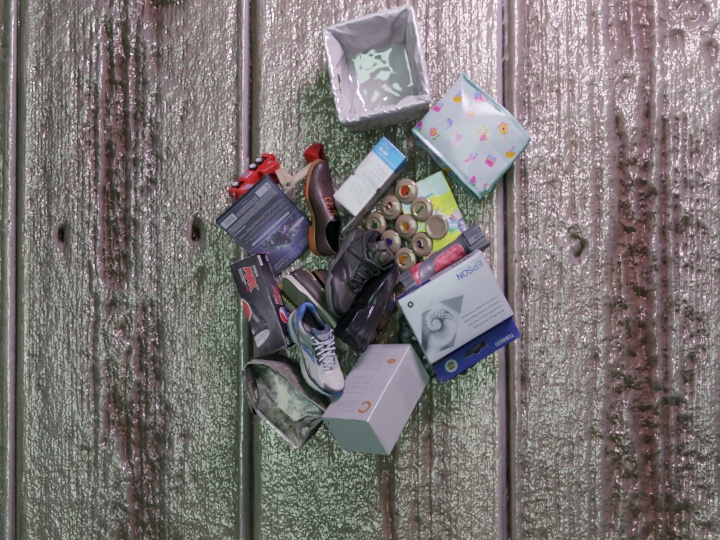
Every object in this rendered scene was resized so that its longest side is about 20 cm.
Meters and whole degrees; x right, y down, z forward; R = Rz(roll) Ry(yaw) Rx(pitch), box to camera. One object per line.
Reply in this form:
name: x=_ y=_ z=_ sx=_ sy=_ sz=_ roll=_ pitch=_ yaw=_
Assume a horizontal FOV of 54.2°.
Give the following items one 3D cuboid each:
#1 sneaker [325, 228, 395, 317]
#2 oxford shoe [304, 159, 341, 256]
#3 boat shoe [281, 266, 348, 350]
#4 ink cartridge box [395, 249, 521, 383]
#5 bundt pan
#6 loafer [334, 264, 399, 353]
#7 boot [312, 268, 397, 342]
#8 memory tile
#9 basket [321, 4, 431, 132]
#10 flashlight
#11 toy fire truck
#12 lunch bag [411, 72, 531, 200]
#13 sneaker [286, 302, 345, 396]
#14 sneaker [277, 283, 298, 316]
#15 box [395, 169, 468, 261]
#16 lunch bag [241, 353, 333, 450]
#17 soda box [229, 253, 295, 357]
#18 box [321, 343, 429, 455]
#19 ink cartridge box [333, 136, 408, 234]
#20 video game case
sneaker: x=0.000 y=0.000 z=1.419 sx=0.112 sy=0.076 sz=0.203 roll=-4 pitch=51 yaw=41
oxford shoe: x=-0.069 y=-0.132 z=1.485 sx=0.072 sy=0.070 sz=0.206 roll=8 pitch=106 yaw=48
boat shoe: x=-0.080 y=0.075 z=1.469 sx=0.060 sy=0.072 sz=0.202 roll=-34 pitch=76 yaw=-34
ink cartridge box: x=0.199 y=0.096 z=1.397 sx=0.197 sy=0.041 sz=0.203 roll=-31 pitch=98 yaw=1
bundt pan: x=0.169 y=0.132 z=1.471 sx=0.196 sy=0.076 sz=0.208 roll=0 pitch=90 yaw=7
loafer: x=0.025 y=0.076 z=1.441 sx=0.072 sy=0.072 sz=0.201 roll=46 pitch=66 yaw=-21
boot: x=-0.012 y=0.052 z=1.512 sx=0.096 sy=0.075 sz=0.200 roll=-39 pitch=77 yaw=-18
memory tile: x=0.079 y=-0.077 z=1.480 sx=0.200 sy=0.017 sz=0.154 roll=-45 pitch=78 yaw=23
basket: x=0.037 y=-0.403 z=1.453 sx=0.195 sy=0.161 sz=0.204 roll=-12 pitch=88 yaw=6
flashlight: x=0.172 y=-0.014 z=1.432 sx=0.197 sy=0.068 sz=0.069 roll=-33 pitch=92 yaw=6
toy fire truck: x=-0.173 y=-0.199 z=1.490 sx=0.138 sy=0.050 sz=0.201 roll=10 pitch=45 yaw=29
lunch bag: x=0.230 y=-0.269 z=1.448 sx=0.200 sy=0.122 sz=0.171 roll=44 pitch=94 yaw=11
sneaker: x=-0.085 y=0.153 z=1.394 sx=0.076 sy=0.086 sz=0.202 roll=-14 pitch=63 yaw=-36
sneaker: x=-0.141 y=0.126 z=1.519 sx=0.200 sy=0.075 sz=0.090 roll=46 pitch=107 yaw=10
box: x=0.164 y=-0.094 z=1.490 sx=0.115 sy=0.048 sz=0.204 roll=-23 pitch=85 yaw=6
lunch bag: x=-0.156 y=0.255 z=1.466 sx=0.199 sy=0.164 sz=0.118 roll=40 pitch=97 yaw=6
soda box: x=-0.201 y=0.071 z=1.462 sx=0.069 sy=0.063 sz=0.205 roll=-21 pitch=86 yaw=15
box: x=0.034 y=0.252 z=1.402 sx=0.122 sy=0.201 sz=0.099 roll=-7 pitch=126 yaw=41
ink cartridge box: x=0.011 y=-0.173 z=1.475 sx=0.068 sy=0.116 sz=0.201 roll=41 pitch=94 yaw=6
video game case: x=-0.189 y=-0.090 z=1.480 sx=0.142 sy=0.200 sz=0.019 roll=-40 pitch=42 yaw=4
